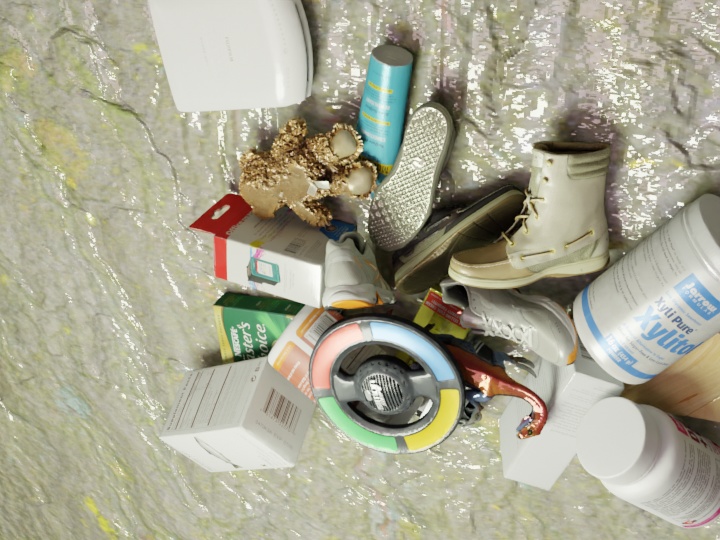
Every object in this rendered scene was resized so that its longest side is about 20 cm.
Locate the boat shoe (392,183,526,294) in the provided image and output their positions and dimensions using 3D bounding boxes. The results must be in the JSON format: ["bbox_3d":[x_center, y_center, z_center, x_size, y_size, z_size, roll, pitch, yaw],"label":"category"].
[{"bbox_3d":[0.114,-0.050,1.187,0.200,0.071,0.067,-39,55,24],"label":"boat shoe"}]

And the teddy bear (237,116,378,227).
[{"bbox_3d":[-0.065,-0.128,1.226,0.145,0.067,0.199,44,135,-17],"label":"teddy bear"}]

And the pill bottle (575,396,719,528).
[{"bbox_3d":[0.352,0.228,1.147,0.113,0.115,0.199,-30,136,35],"label":"pill bottle"}]

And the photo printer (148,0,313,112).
[{"bbox_3d":[-0.153,-0.281,1.185,0.196,0.070,0.169,2,118,25],"label":"photo printer"}]

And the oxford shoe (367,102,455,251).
[{"bbox_3d":[0.066,-0.114,1.172,0.074,0.058,0.203,25,117,8],"label":"oxford shoe"}]

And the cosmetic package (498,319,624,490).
[{"bbox_3d":[0.249,0.172,1.217,0.070,0.102,0.202,17,127,-10],"label":"cosmetic package"}]

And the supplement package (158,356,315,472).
[{"bbox_3d":[-0.180,0.215,1.410,0.198,0.119,0.117,-15,135,43],"label":"supplement package"}]

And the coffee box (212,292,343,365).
[{"bbox_3d":[-0.116,0.105,1.401,0.196,0.044,0.125,8,120,22],"label":"coffee box"}]

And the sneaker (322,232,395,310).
[{"bbox_3d":[0.000,0.000,1.206,0.074,0.200,0.094,-5,88,9],"label":"sneaker"}]

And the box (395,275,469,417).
[{"bbox_3d":[0.095,0.102,1.293,0.075,0.050,0.202,31,126,8],"label":"box"}]

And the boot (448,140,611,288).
[{"bbox_3d":[0.194,-0.066,1.100,0.196,0.072,0.157,-9,116,-8],"label":"boot"}]

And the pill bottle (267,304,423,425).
[{"bbox_3d":[-0.017,0.139,1.273,0.199,0.112,0.113,40,127,5],"label":"pill bottle"}]

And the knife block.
[{"bbox_3d":[0.411,0.086,1.122,0.196,0.064,0.179,8,120,22],"label":"knife block"}]

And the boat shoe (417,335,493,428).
[{"bbox_3d":[0.134,0.181,1.305,0.068,0.073,0.201,35,118,14],"label":"boat shoe"}]

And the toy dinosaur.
[{"bbox_3d":[0.136,0.139,1.166,0.180,0.199,0.107,21,90,42],"label":"toy dinosaur"}]

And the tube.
[{"bbox_3d":[0.024,-0.174,1.179,0.077,0.050,0.202,28,133,22],"label":"tube"}]

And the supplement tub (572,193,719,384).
[{"bbox_3d":[0.348,0.025,1.076,0.132,0.132,0.200,42,128,-2],"label":"supplement tub"}]

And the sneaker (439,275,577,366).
[{"bbox_3d":[0.173,0.061,1.157,0.200,0.091,0.077,40,143,42],"label":"sneaker"}]

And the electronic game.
[{"bbox_3d":[0.030,0.139,1.159,0.196,0.042,0.203,9,122,14],"label":"electronic game"}]

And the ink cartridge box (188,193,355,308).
[{"bbox_3d":[-0.118,-0.031,1.281,0.197,0.116,0.068,16,124,18],"label":"ink cartridge box"}]
